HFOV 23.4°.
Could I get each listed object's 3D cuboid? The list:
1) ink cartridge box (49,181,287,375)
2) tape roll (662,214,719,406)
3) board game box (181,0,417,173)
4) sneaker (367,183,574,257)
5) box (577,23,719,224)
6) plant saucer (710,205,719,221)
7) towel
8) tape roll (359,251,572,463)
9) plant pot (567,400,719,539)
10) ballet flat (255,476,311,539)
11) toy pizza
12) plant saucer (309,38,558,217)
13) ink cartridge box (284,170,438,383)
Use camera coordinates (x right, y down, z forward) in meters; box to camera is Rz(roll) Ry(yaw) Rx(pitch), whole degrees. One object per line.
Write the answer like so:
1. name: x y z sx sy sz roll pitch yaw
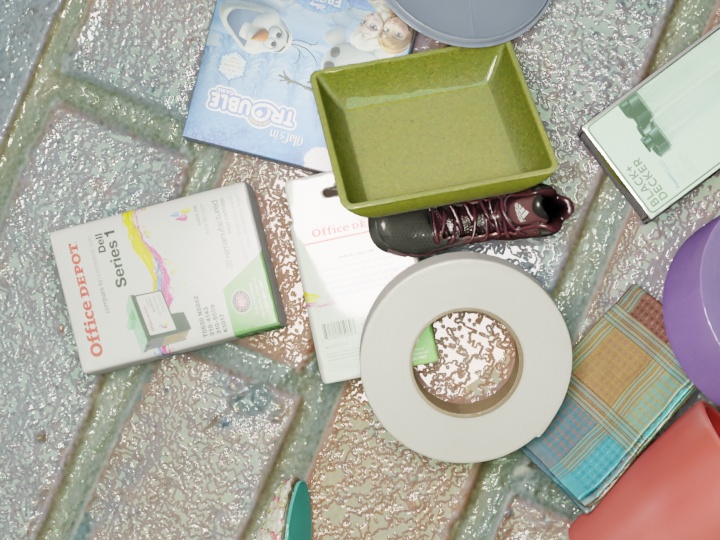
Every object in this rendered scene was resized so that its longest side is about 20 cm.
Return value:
1. ink cartridge box: -0.187 0.009 1.695 0.200 0.084 0.145 -14 87 3
2. tape roll: 0.382 0.032 1.580 0.200 0.085 0.200 4 74 -14
3. board game box: -0.055 -0.202 1.715 0.200 0.043 0.199 14 90 3
4. sneaker: 0.114 -0.057 1.626 0.200 0.115 0.076 -9 93 -31
5. box: 0.324 -0.149 1.685 0.200 0.060 0.117 -36 86 2
6. plant saucer: 0.432 -0.005 1.680 0.200 0.050 0.201 0 88 3
7. towel: 0.236 0.117 1.655 0.200 0.147 0.022 -49 131 1
8. tape roll: 0.099 0.083 1.638 0.202 0.037 0.203 0 102 -1
9. plant pot: 0.304 0.249 1.618 0.177 0.200 0.201 -36 87 13
10. ballet flat: -0.080 0.302 1.689 0.064 0.076 0.200 -5 84 20
11. toy pizza: 0.097 -0.308 1.697 0.200 0.032 0.201 4 74 -14
12. plant saucer: 0.066 -0.124 1.626 0.199 0.048 0.200 -10 45 -4
13. ink cartridge box: 0.000 0.000 1.690 0.117 0.067 0.200 -11 91 2
